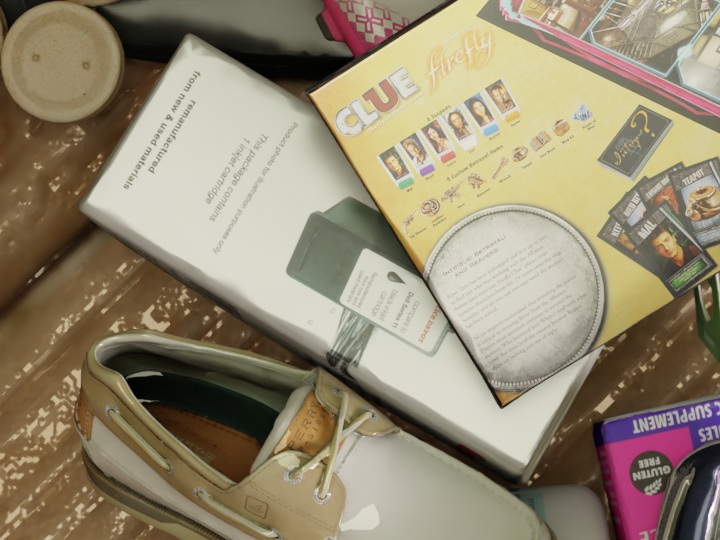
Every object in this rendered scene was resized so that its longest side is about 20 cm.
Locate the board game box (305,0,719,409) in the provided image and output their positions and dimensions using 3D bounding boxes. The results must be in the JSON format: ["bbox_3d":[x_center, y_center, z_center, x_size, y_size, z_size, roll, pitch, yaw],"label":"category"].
[{"bbox_3d":[0.099,-0.061,0.958,0.200,0.035,0.136,-32,95,1],"label":"board game box"}]

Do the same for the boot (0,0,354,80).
[{"bbox_3d":[-0.087,-0.168,1.119,0.200,0.066,0.165,5,93,6],"label":"boot"}]

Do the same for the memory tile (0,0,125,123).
[{"bbox_3d":[-0.181,-0.152,1.087,0.200,0.017,0.154,16,92,1],"label":"memory tile"}]

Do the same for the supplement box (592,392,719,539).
[{"bbox_3d":[0.164,0.147,1.064,0.101,0.103,0.200,-13,86,2],"label":"supplement box"}]

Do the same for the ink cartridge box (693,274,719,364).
[{"bbox_3d":[0.097,-0.062,1.027,0.059,0.104,0.200,-8,95,1],"label":"ink cartridge box"}]

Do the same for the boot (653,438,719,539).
[{"bbox_3d":[0.127,0.160,0.969,0.073,0.090,0.200,3,86,5],"label":"boot"}]

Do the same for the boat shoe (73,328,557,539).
[{"bbox_3d":[-0.021,0.078,1.008,0.200,0.068,0.075,15,52,19],"label":"boat shoe"}]

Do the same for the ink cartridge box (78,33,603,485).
[{"bbox_3d":[0.000,0.000,1.062,0.200,0.147,0.083,32,86,3],"label":"ink cartridge box"}]

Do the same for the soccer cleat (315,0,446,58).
[{"bbox_3d":[0.020,-0.121,1.054,0.086,0.070,0.200,-35,86,12],"label":"soccer cleat"}]

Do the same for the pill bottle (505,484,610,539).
[{"bbox_3d":[0.002,0.147,1.065,0.200,0.111,0.111,-4,85,2],"label":"pill bottle"}]
